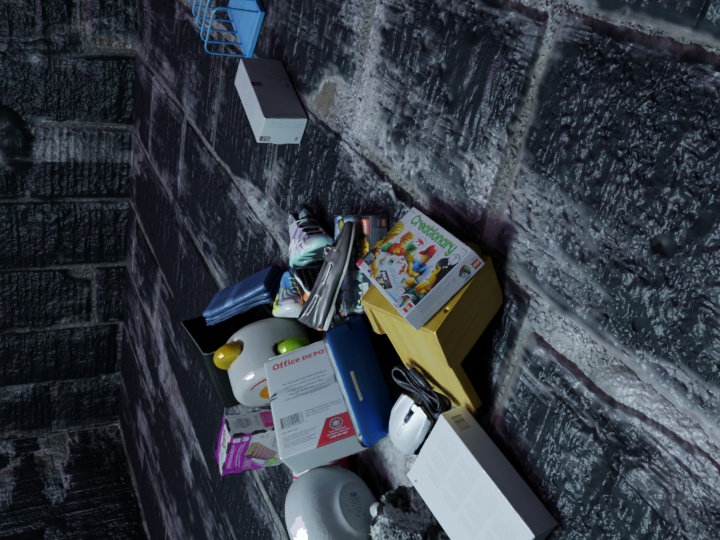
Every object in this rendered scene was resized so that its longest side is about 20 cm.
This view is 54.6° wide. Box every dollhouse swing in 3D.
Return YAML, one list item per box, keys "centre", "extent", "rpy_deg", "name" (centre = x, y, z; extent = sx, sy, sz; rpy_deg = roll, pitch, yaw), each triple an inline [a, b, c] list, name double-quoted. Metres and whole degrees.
- centre: [0.130, 0.077, 1.029]
  extent: [0.182, 0.176, 0.200]
  rpy_deg: [-52, 28, -11]
  name: "dollhouse swing"

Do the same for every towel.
- centre: [-0.271, 0.058, 1.622]
  extent: [0.200, 0.049, 0.112]
  rpy_deg: [-25, 24, 28]
  name: "towel"

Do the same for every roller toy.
- centre: [-0.191, 0.190, 1.467]
  extent: [0.183, 0.200, 0.140]
  rpy_deg: [69, 179, -58]
  name: "roller toy"

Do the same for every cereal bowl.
- centre: [-0.030, 0.429, 1.216]
  extent: [0.083, 0.200, 0.200]
  rpy_deg: [-38, 58, 30]
  name: "cereal bowl"

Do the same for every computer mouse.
- centre: [0.078, 0.234, 1.085]
  extent: [0.110, 0.044, 0.200]
  rpy_deg: [40, 144, 29]
  name: "computer mouse"

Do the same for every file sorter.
- centre: [-0.329, -0.630, 1.684]
  extent: [0.139, 0.122, 0.200]
  rpy_deg: [-60, 44, 46]
  name: "file sorter"

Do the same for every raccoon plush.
- centre: [0.079, 0.444, 1.117]
  extent: [0.200, 0.097, 0.134]
  rpy_deg: [56, 147, 42]
  name: "raccoon plush"

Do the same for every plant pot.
- centre: [-0.290, 0.205, 1.664]
  extent: [0.200, 0.199, 0.178]
  rpy_deg: [32, 134, 56]
  name: "plant pot"

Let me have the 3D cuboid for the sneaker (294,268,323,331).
- centre: [-0.090, 0.054, 1.350]
  extent: [0.200, 0.070, 0.090]
  rpy_deg: [-127, 37, -73]
  name: "sneaker"

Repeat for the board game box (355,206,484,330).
- centre: [0.078, -0.009, 0.989]
  extent: [0.126, 0.035, 0.200]
  rpy_deg: [-45, 29, 1]
  name: "board game box"

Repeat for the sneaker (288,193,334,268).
- centre: [-0.106, -0.087, 1.381]
  extent: [0.200, 0.078, 0.140]
  rpy_deg: [157, 108, -66]
  name: "sneaker"

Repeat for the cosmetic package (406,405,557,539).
- centre: [0.159, 0.313, 0.964]
  extent: [0.200, 0.052, 0.151]
  rpy_deg: [51, 135, 34]
  name: "cosmetic package"

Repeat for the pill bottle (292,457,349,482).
- centre: [-0.084, 0.325, 1.368]
  extent: [0.112, 0.112, 0.200]
  rpy_deg: [-15, 80, 61]
  name: "pill bottle"

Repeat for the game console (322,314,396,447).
- centre: [-0.019, 0.187, 1.195]
  extent: [0.118, 0.171, 0.200]
  rpy_deg: [-19, 91, 34]
  name: "game console"

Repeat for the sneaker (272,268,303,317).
- centre: [-0.145, 0.045, 1.450]
  extent: [0.200, 0.076, 0.105]
  rpy_deg: [159, 114, -78]
  name: "sneaker"

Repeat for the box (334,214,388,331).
- centre: [0.000, 0.000, 1.249]
  extent: [0.137, 0.040, 0.200]
  rpy_deg: [8, 100, 60]
  name: "box"

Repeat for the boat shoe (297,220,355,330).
- centre: [-0.057, 0.006, 1.206]
  extent: [0.067, 0.057, 0.200]
  rpy_deg: [-118, 43, -79]
  name: "boat shoe"

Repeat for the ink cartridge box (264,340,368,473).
- centre: [-0.082, 0.241, 1.263]
  extent: [0.084, 0.144, 0.200]
  rpy_deg: [64, -173, -53]
  name: "ink cartridge box"

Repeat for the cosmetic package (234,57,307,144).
- centre: [-0.194, -0.364, 1.494]
  extent: [0.200, 0.102, 0.074]
  rpy_deg: [64, 146, 32]
  name: "cosmetic package"

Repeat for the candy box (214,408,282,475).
- centre: [-0.199, 0.359, 1.489]
  extent: [0.061, 0.200, 0.137]
  rpy_deg: [58, 142, 41]
  name: "candy box"
